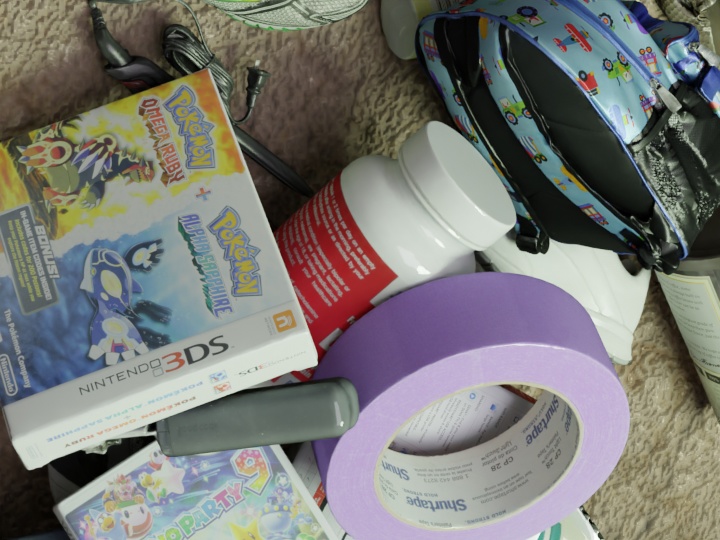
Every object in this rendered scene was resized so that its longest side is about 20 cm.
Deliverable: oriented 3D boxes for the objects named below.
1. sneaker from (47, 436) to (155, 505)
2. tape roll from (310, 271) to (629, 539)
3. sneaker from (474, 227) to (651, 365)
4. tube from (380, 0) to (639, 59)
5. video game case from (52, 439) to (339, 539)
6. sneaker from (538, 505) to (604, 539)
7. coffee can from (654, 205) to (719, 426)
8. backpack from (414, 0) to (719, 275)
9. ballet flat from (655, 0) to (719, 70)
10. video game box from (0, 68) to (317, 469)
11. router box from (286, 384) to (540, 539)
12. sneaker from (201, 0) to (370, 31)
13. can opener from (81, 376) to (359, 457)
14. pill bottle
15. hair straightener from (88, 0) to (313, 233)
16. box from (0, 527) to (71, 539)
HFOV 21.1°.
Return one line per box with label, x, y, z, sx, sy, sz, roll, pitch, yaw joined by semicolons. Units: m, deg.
sneaker;-0.156;0.076;1.233;0.113;0.076;0.202;-13;119;1
tape roll;0.067;0.096;1.229;0.198;0.066;0.201;-10;135;-10
sneaker;0.130;-0.005;1.378;0.199;0.074;0.088;31;80;-37
tube;0.109;-0.185;1.316;0.198;0.052;0.058;-15;154;-25
video game case;-0.076;0.192;1.184;0.143;0.018;0.201;-32;87;-26
sneaker;0.115;0.180;1.428;0.093;0.070;0.201;-31;115;-4
coffee can;0.303;0.026;1.420;0.146;0.146;0.201;-34;119;-13
backpack;0.137;-0.113;1.237;0.135;0.182;0.200;-47;115;-17
ballet flat;0.284;-0.153;1.409;0.067;0.046;0.200;-47;120;-5
video game box;-0.141;-0.005;1.146;0.181;0.201;0.047;-19;151;-7
router box;0.035;0.157;1.346;0.178;0.049;0.201;29;93;-6
sneaker;-0.077;-0.190;1.196;0.198;0.085;0.079;9;102;-29
can opener;-0.102;0.074;1.148;0.198;0.053;0.068;-8;91;11
pill bottle;0.000;0.000;1.240;0.112;0.113;0.200;35;115;-31
hair straightener;-0.097;-0.112;1.244;0.077;0.041;0.200;-47;116;-6
box;-0.176;0.233;1.232;0.198;0.149;0.108;-9;68;-24
